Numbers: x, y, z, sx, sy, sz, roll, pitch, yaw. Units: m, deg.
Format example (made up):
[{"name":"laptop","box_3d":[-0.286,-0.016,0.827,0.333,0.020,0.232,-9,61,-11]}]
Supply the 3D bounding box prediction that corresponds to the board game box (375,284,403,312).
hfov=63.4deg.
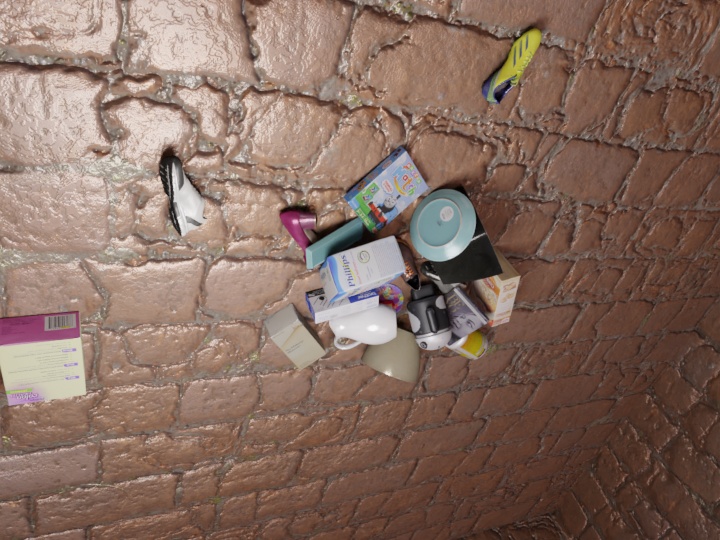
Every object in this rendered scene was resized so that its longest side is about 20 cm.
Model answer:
[{"name":"board game box","box_3d":[0.055,0.134,1.840,0.199,0.039,0.158,-37,135,6]}]

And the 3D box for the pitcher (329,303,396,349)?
[{"name":"pitcher","box_3d":[0.010,0.177,1.761,0.196,0.123,0.173,-2,138,2]}]

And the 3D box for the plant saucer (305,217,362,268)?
[{"name":"plant saucer","box_3d":[-0.065,-0.073,1.559,0.199,0.019,0.071,-33,141,-31]}]

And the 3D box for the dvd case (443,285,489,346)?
[{"name":"dvd case","box_3d":[0.302,0.150,1.885,0.200,0.149,0.016,-42,-178,45]}]

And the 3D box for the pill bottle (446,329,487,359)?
[{"name":"pill bottle","box_3d":[0.355,0.235,2.045,0.109,0.110,0.199,-45,135,14]}]

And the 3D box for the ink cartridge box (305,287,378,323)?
[{"name":"ink cartridge box","box_3d":[-0.054,0.084,1.700,0.196,0.095,0.045,-14,133,-17]}]

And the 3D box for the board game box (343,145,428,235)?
[{"name":"board game box","box_3d":[0.070,-0.208,1.545,0.199,0.037,0.151,-42,135,1]}]

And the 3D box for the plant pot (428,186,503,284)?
[{"name":"plant pot","box_3d":[0.277,-0.079,1.683,0.175,0.202,0.200,-26,137,12]}]

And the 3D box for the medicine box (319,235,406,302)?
[{"name":"medicine box","box_3d":[0.000,0.000,1.588,0.197,0.105,0.182,-19,173,-14]}]

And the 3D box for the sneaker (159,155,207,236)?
[{"name":"sneaker","box_3d":[-0.397,-0.175,1.315,0.079,0.074,0.202,-26,142,-27]}]

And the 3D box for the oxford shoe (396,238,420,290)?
[{"name":"oxford shoe","box_3d":[0.137,-0.017,1.731,0.071,0.073,0.201,-33,136,3]}]

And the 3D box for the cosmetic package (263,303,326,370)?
[{"name":"cosmetic package","box_3d":[-0.192,0.201,1.742,0.103,0.074,0.201,-32,137,1]}]

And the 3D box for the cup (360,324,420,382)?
[{"name":"cup","box_3d":[0.117,0.257,1.896,0.198,0.199,0.146,20,92,-39]}]

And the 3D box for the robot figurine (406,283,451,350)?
[{"name":"robot figurine","box_3d":[0.213,0.148,1.834,0.123,0.204,0.149,-17,177,37]}]

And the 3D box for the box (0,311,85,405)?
[{"name":"box","box_3d":[-0.769,0.213,1.418,0.173,0.097,0.203,-5,129,-25]}]

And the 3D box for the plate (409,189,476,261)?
[{"name":"plate","box_3d":[0.218,-0.127,1.589,0.200,0.201,0.025,-47,148,16]}]

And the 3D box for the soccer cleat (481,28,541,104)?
[{"name":"soccer cleat","box_3d":[0.384,-0.498,1.440,0.064,0.084,0.201,24,114,-40]}]

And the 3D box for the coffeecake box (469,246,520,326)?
[{"name":"coffeecake box","box_3d":[0.433,0.053,1.897,0.072,0.154,0.203,-14,133,-16]}]

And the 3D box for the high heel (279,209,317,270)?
[{"name":"high heel","box_3d":[-0.161,-0.080,1.538,0.094,0.068,0.202,3,132,0]}]

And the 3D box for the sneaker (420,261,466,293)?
[{"name":"sneaker","box_3d":[0.255,0.033,1.843,0.198,0.075,0.079,23,120,-40]}]
